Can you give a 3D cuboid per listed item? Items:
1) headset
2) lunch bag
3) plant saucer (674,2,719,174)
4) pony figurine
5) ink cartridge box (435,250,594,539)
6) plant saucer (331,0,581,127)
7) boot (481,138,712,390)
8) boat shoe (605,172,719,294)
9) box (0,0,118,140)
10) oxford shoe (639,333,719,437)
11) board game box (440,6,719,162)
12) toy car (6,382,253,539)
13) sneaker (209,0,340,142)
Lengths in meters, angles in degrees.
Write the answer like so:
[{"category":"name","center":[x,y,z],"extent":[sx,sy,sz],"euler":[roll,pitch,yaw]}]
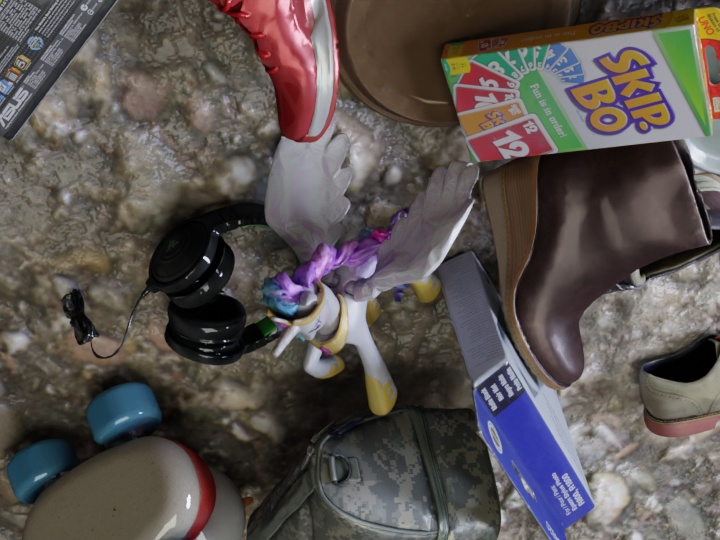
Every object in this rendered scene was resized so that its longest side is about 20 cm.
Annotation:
[{"category":"headset","center":[-0.135,0.014,1.099],"extent":[0.199,0.094,0.124],"euler":[-21,125,-16]},{"category":"lunch bag","center":[0.005,0.203,1.177],"extent":[0.166,0.140,0.200],"euler":[2,149,-26]},{"category":"plant saucer","center":[0.289,-0.119,1.033],"extent":[0.198,0.051,0.201],"euler":[8,151,5]},{"category":"pony figurine","center":[0.000,0.000,1.048],"extent":[0.194,0.165,0.200],"euler":[-66,154,-12]},{"category":"ink cartridge box","center":[0.134,0.113,1.134],"extent":[0.040,0.201,0.200],"euler":[-25,128,12]},{"category":"plant saucer","center":[0.070,-0.188,1.007],"extent":[0.198,0.030,0.201],"euler":[-7,127,-9]},{"category":"boot","center":[0.191,-0.005,1.069],"extent":[0.165,0.072,0.202],"euler":[-9,106,30]},{"category":"boat shoe","center":[0.218,-0.016,1.141],"extent":[0.199,0.065,0.072],"euler":[-21,130,5]},{"category":"box","center":[-0.247,-0.205,0.916],"extent":[0.160,0.044,0.200],"euler":[30,114,-28]},{"category":"oxford shoe","center":[0.349,0.089,1.246],"extent":[0.199,0.071,0.075],"euler":[-20,122,2]},{"category":"board game box","center":[0.165,-0.132,0.990],"extent":[0.198,0.030,0.096],"euler":[-7,130,19]},{"category":"toy car","center":[-0.175,0.225,1.200],"extent":[0.176,0.185,0.200],"euler":[-35,154,14]},{"category":"sneaker","center":[-0.080,-0.178,0.940],"extent":[0.115,0.078,0.202],"euler":[-11,116,-21]}]
